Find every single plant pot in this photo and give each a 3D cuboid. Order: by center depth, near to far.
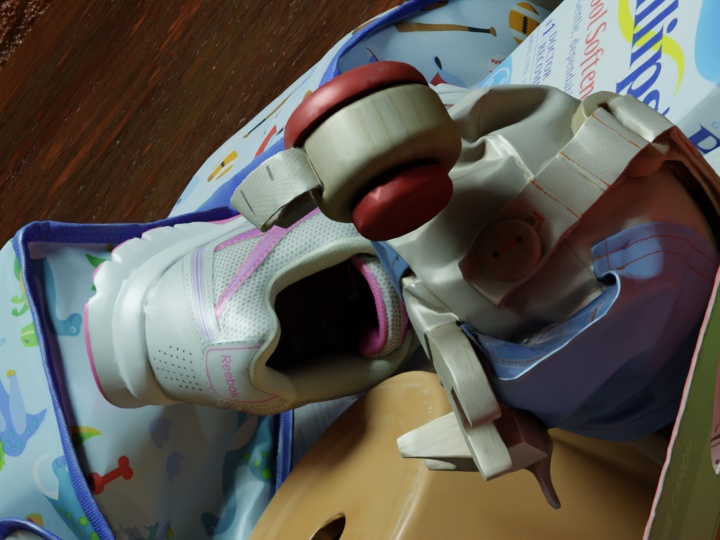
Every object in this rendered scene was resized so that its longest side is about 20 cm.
[{"bbox_3d":[0.041,0.127,0.945,0.200,0.140,0.200,-48,19,22],"label":"plant pot"}]

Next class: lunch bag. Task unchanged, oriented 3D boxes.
[{"bbox_3d":[-0.103,0.096,1.069,0.170,0.127,0.200,-34,68,57],"label":"lunch bag"},{"bbox_3d":[0.015,-0.054,1.277,0.200,0.124,0.170,-22,-9,-40],"label":"lunch bag"}]

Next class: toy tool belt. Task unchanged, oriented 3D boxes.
[{"bbox_3d":[0.058,0.011,0.840,0.125,0.123,0.200,-35,-21,17],"label":"toy tool belt"}]

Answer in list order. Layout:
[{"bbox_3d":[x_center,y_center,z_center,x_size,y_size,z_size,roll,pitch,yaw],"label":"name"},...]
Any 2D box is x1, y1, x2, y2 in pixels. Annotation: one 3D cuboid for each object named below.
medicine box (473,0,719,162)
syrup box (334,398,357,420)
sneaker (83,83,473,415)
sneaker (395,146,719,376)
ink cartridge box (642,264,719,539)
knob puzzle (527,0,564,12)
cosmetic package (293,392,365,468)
[{"bbox_3d":[0.128,-0.048,1.086,0.200,0.103,0.182,-45,20,34],"label":"medicine box"},{"bbox_3d":[-0.013,0.160,1.094,0.200,0.079,0.081,-59,19,13],"label":"syrup box"},{"bbox_3d":[0.000,0.000,0.997,0.088,0.081,0.200,20,45,43],"label":"sneaker"},{"bbox_3d":[0.102,0.031,0.987,0.200,0.099,0.071,-28,20,24],"label":"sneaker"},{"bbox_3d":[0.110,0.064,0.810,0.043,0.174,0.200,0,54,29],"label":"ink cartridge box"},{"bbox_3d":[0.150,-0.158,1.154,0.220,0.219,0.030,-46,51,32],"label":"knob puzzle"},{"bbox_3d":[-0.021,0.136,1.167,0.200,0.102,0.074,-54,16,10],"label":"cosmetic package"}]
